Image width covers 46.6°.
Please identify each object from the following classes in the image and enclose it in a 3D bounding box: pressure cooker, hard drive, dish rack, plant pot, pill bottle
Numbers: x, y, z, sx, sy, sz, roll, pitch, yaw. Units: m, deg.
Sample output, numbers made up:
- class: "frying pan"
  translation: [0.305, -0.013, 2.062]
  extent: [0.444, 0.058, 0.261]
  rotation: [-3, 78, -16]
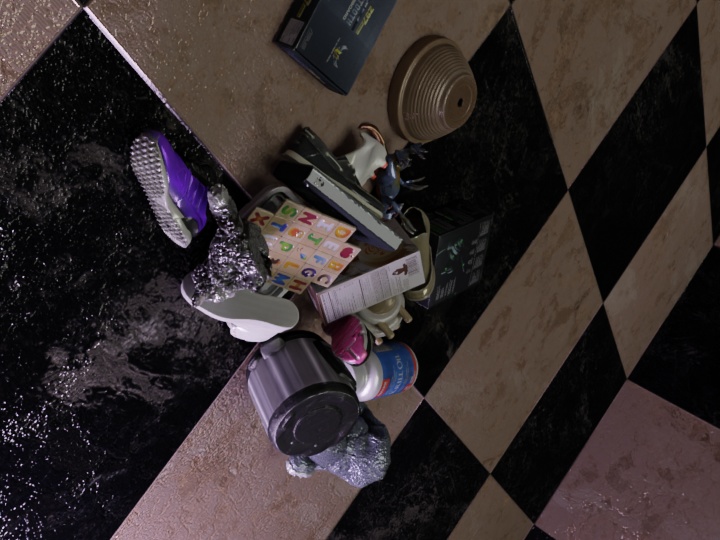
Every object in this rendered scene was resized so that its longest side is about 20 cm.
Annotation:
- class: "pressure cooker"
  translation: [-0.112, 0.205, 1.491]
  extent: [0.177, 0.200, 0.177]
  rotation: [3, 124, -32]
- class: "hard drive"
  translation: [-0.037, -0.103, 1.352]
  extent: [0.200, 0.139, 0.033]
  rotation: [37, 83, -28]
- class: "dish rack"
  translation: [-0.152, -0.045, 1.377]
  extent: [0.172, 0.044, 0.200]
  rotation: [-45, 144, -2]
- class: "plant pot"
  translation: [0.149, -0.322, 1.543]
  extent: [0.200, 0.092, 0.202]
  rotation: [-30, 134, -35]
- class: "pill bottle"
  translation: [0.021, 0.210, 1.731]
  extent: [0.199, 0.112, 0.113]
  rotation: [-4, 117, -50]

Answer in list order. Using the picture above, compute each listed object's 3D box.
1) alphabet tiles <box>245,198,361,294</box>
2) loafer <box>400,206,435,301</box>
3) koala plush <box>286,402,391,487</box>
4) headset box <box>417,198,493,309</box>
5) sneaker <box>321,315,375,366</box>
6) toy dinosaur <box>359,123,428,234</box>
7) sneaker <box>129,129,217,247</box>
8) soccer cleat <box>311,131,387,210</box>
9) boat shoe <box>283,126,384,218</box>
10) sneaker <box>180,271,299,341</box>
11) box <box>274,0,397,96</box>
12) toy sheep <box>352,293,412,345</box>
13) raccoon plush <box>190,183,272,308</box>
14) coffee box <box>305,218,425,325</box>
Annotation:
- class: "alphabet tiles"
  translation: [-0.105, -0.033, 1.319]
  extent: [0.199, 0.006, 0.167]
  rotation: [20, 127, -32]
- class: "loafer"
  translation: [0.101, -0.037, 1.617]
  extent: [0.068, 0.075, 0.202]
  rotation: [56, 27, -57]
- class: "koala plush"
  translation: [-0.054, 0.349, 1.701]
  extent: [0.199, 0.183, 0.178]
  rotation: [26, 92, -43]
- class: "headset box"
  translation: [0.176, -0.035, 1.772]
  extent: [0.199, 0.092, 0.176]
  rotation: [-24, 131, -41]
- class: "sneaker"
  translation: [-0.007, 0.129, 1.488]
  extent: [0.087, 0.200, 0.074]
  rotation: [43, 89, -20]
- class: "toy dinosaur"
  translation: [0.057, -0.170, 1.569]
  extent: [0.105, 0.200, 0.182]
  rotation: [-47, 180, -41]
- class: "sneaker"
  translation: [-0.255, -0.134, 1.188]
  extent: [0.099, 0.069, 0.201]
  rotation: [-44, 149, -27]
- class: "soccer cleat"
  translation: [-0.038, -0.153, 1.457]
  extent: [0.200, 0.078, 0.069]
  rotation: [-46, -172, 1]
- class: "boat shoe"
  translation: [-0.031, -0.157, 1.386]
  extent: [0.199, 0.072, 0.068]
  rotation: [37, 75, -20]
- class: "sneaker"
  translation: [-0.214, 0.069, 1.369]
  extent: [0.199, 0.115, 0.074]
  rotation: [22, 60, -24]
- class: "box"
  translation: [-0.030, -0.397, 1.299]
  extent: [0.157, 0.051, 0.201]
  rotation: [29, 89, -56]
- class: "toy sheep"
  translation: [0.025, 0.070, 1.613]
  extent: [0.138, 0.138, 0.200]
  rotation: [-44, 180, -22]
- class: "raccoon plush"
  translation: [-0.218, -0.035, 1.235]
  extent: [0.097, 0.133, 0.201]
  rotation: [-85, 156, -58]
- class: "coffee box"
  translation: [0.000, 0.000, 1.496]
  extent: [0.199, 0.115, 0.080]
  rotation: [-22, 130, -10]
